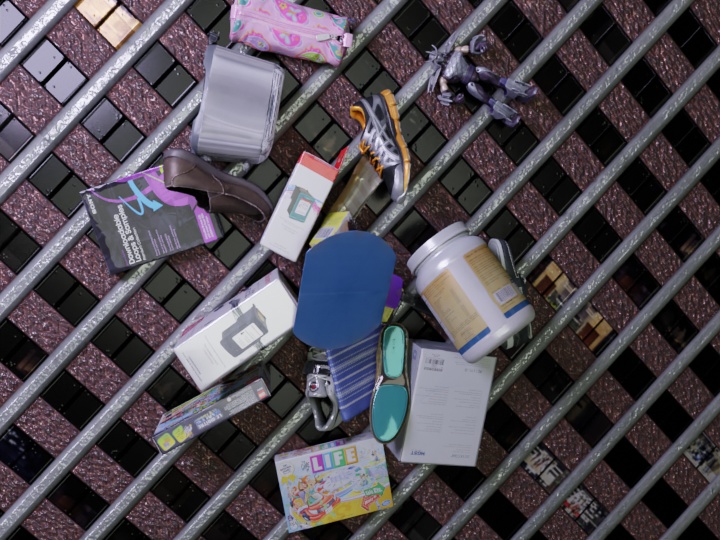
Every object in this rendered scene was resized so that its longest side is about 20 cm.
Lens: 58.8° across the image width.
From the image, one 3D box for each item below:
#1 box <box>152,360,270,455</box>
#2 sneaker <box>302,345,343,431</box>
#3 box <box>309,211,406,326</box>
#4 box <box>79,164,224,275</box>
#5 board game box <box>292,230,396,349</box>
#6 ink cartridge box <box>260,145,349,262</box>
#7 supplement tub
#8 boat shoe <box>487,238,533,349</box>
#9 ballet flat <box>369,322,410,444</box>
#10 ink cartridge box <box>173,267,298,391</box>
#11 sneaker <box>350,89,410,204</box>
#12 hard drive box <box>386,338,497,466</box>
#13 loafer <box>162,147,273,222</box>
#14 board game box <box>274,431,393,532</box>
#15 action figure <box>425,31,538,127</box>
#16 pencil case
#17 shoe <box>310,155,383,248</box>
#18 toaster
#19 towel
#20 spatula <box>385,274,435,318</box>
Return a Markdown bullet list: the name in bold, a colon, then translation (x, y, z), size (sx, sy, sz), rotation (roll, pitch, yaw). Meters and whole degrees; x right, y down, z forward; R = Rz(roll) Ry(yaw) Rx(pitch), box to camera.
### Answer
- **box**: translation (-0.244, 0.227, 1.073), size (0.197, 0.110, 0.035), rotation (-28, 100, -5)
- **sneaker**: translation (-0.060, 0.177, 1.100), size (0.072, 0.088, 0.205), rotation (-6, 96, 19)
- **box**: translation (0.000, 0.000, 1.064), size (0.201, 0.049, 0.076), rotation (53, 56, -34)
- **box**: translation (-0.342, -0.092, 1.058), size (0.196, 0.036, 0.146), rotation (-19, 99, -5)
- **board game box**: translation (-0.030, 0.025, 0.997), size (0.155, 0.039, 0.204), rotation (-1, 117, -28)
- **ink cartridge box**: translation (-0.093, -0.123, 1.052), size (0.066, 0.116, 0.203), rotation (26, 92, -10)
- **supplement tub**: translation (0.182, 0.036, 1.075), size (0.143, 0.145, 0.202), rotation (-33, 77, -3)
- **boat shoe**: translation (0.270, 0.038, 1.153), size (0.059, 0.076, 0.205), rotation (-12, 106, -10)
- **ballet flat**: translation (0.053, 0.193, 1.103), size (0.069, 0.071, 0.205), rotation (6, 79, -9)
- **ink cartridge box**: translation (-0.193, 0.090, 1.046), size (0.198, 0.145, 0.085), rotation (-34, 101, -4)
- **sneaker**: translation (0.036, -0.201, 1.064), size (0.075, 0.079, 0.204), rotation (-10, 70, -8)
- **hard drive box**: translation (0.143, 0.235, 1.140), size (0.152, 0.077, 0.205), rotation (9, 95, -19)
- **loafer**: translation (-0.233, -0.119, 1.027), size (0.198, 0.072, 0.073), rotation (25, 69, -31)
- **board game box**: translation (-0.047, 0.381, 1.160), size (0.195, 0.034, 0.138), rotation (-12, 98, -7)
- **action figure**: translation (0.199, -0.330, 1.098), size (0.197, 0.069, 0.132), rotation (27, 101, -7)
- **pencil case**: translation (-0.111, -0.389, 1.034), size (0.195, 0.087, 0.090), rotation (12, 95, -9)
- **shoe**: translation (-0.025, -0.097, 1.088), size (0.053, 0.070, 0.202), rotation (31, 89, -3)
- **toaster**: translation (-0.195, -0.265, 1.021), size (0.126, 0.113, 0.205), rotation (10, 86, -14)
- **towel**: translation (-0.005, 0.141, 1.109), size (0.143, 0.024, 0.205), rotation (-21, 101, -43)
- **spatula**: translation (0.086, 0.051, 1.104), size (0.198, 0.020, 0.058), rotation (25, 73, -45)
